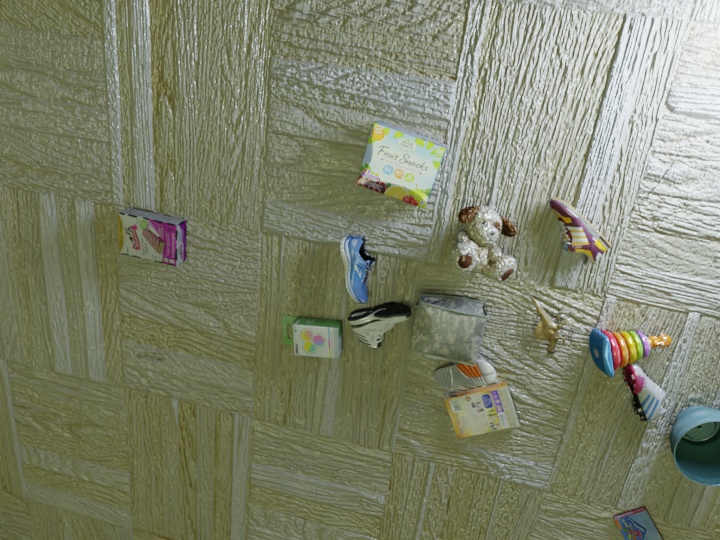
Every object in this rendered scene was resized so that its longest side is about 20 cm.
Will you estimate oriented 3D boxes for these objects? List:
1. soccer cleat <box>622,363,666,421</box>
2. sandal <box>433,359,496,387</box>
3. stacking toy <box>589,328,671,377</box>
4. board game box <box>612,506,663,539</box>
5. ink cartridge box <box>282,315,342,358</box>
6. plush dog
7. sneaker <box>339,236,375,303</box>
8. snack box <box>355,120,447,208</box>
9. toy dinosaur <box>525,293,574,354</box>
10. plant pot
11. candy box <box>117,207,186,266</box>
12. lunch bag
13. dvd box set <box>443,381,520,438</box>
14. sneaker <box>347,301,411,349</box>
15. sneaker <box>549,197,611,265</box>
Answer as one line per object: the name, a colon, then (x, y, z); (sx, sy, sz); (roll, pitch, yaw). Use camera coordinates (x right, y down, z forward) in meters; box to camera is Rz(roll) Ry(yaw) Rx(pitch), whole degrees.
soccer cleat: (0.785, 0.324, 1.449); (0.085, 0.070, 0.202); (-23, 112, 6)
sandal: (0.310, 0.296, 1.555); (0.205, 0.059, 0.080); (-15, 95, 39)
stacking toy: (0.728, 0.201, 1.407); (0.197, 0.110, 0.118); (-12, 99, 5)
board game box: (0.877, 0.828, 1.634); (0.102, 0.019, 0.201); (-28, 101, 19)
ink cartridge box: (-0.155, 0.204, 1.620); (0.197, 0.059, 0.105); (4, 111, 11)
plush dog: (0.314, -0.082, 1.388); (0.198, 0.160, 0.174); (15, 100, -23)
sneaker: (0.000, 0.000, 1.502); (0.088, 0.079, 0.203); (-5, 108, 17)
snack box: (0.106, -0.279, 1.383); (0.198, 0.068, 0.171); (21, 113, 4)
toy dinosaur: (0.525, 0.150, 1.448); (0.100, 0.058, 0.202); (-19, 104, 20)
plant pot: (0.934, 0.453, 1.423); (0.197, 0.134, 0.203); (4, 111, 12)
candy box: (-0.641, -0.104, 1.619); (0.197, 0.061, 0.138); (12, 112, 9)
lunch bag: (0.241, 0.161, 1.485); (0.197, 0.118, 0.166); (10, 113, 4)
dvd box set: (0.368, 0.425, 1.597); (0.198, 0.029, 0.148); (-17, 105, 17)
sneaker: (0.069, 0.165, 1.559); (0.198, 0.076, 0.117); (-10, 116, 24)
sneaker: (0.542, -0.098, 1.345); (0.200, 0.075, 0.090); (42, 108, -3)
